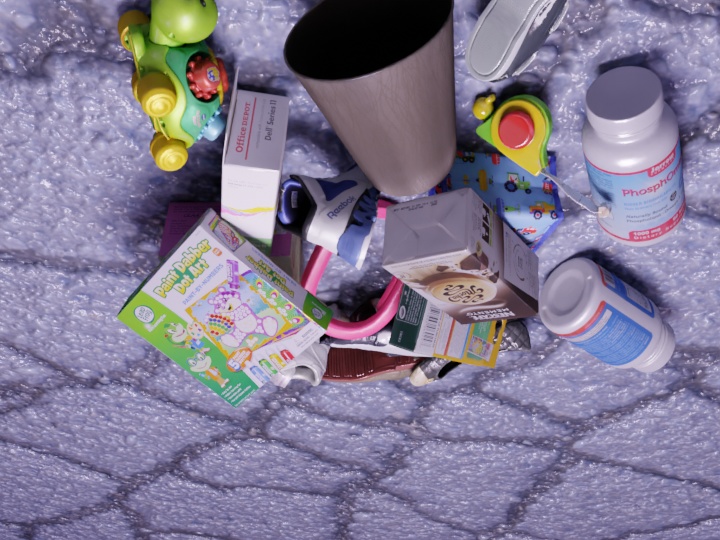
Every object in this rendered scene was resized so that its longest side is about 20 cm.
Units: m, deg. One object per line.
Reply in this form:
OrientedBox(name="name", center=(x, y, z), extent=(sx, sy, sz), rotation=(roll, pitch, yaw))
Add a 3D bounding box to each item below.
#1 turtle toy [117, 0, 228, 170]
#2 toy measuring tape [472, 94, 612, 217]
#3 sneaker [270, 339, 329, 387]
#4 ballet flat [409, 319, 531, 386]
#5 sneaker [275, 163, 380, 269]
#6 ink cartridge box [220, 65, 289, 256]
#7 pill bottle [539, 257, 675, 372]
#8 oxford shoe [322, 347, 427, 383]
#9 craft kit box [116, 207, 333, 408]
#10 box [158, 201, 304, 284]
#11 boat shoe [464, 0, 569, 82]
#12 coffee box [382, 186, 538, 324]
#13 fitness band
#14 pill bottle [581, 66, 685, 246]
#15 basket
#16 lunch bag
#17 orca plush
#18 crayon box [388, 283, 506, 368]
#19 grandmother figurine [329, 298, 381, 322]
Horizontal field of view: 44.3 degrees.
OrientedBox(name="turtle toy", center=(-0.192, -0.214, 0.928), extent=(0.099, 0.147, 0.202), rotation=(-16, 144, -14))
OrientedBox(name="toy measuring tape", center=(0.214, -0.143, 1.002), extent=(0.198, 0.074, 0.074), rotation=(36, 141, 10))
OrientedBox(name="sneaker", center=(-0.140, 0.120, 1.355), extent=(0.196, 0.101, 0.075), rotation=(15, 142, -14))
OrientedBox(name="ballet flat", center=(0.165, 0.132, 1.349), extent=(0.197, 0.058, 0.066), rotation=(-26, 163, 8))
OrientedBox(name="sneaker", center=(-0.037, -0.085, 1.033), extent=(0.113, 0.200, 0.082), rotation=(20, 117, -7))
OrientedBox(name="ink cartridge box", center=(-0.123, -0.124, 1.030), extent=(0.066, 0.119, 0.202), rotation=(7, 145, -5))
OrientedBox(name="pill bottle", center=(0.357, 0.072, 1.262), extent=(0.198, 0.114, 0.112), rotation=(29, 134, -28))
OrientedBox(name="oxford shoe", center=(0.023, 0.156, 1.417), extent=(0.195, 0.072, 0.075), rotation=(-7, 146, 13))
OrientedBox(name="craft kit box", center=(-0.167, 0.053, 1.078), extent=(0.197, 0.049, 0.199), rotation=(41, 124, -13))
OrientedBox(name="box", center=(-0.167, 0.007, 1.219), extent=(0.171, 0.098, 0.202), rotation=(-1, 140, 3))
OrientedBox(name="boat shoe", center=(0.176, -0.279, 0.880), extent=(0.060, 0.076, 0.201), rotation=(-14, 150, -49))
OrientedBox(name="coffee box", center=(0.124, -0.010, 1.047), extent=(0.111, 0.082, 0.199), rotation=(-10, 152, 32))
OrientedBox(name="fitness band", center=(0.000, 0.000, 1.191), extent=(0.141, 0.038, 0.203), rotation=(19, 112, -20))
OrientedBox(name="pill bottle", center=(0.313, -0.129, 1.017), extent=(0.106, 0.111, 0.201), rotation=(-11, 140, 16))
OrientedBox(name="basket", center=(0.031, -0.185, 0.946), extent=(0.177, 0.138, 0.201), rotation=(-20, 143, 4))
OrientedBox(name="lunch bag", center=(0.159, -0.057, 1.143), extent=(0.147, 0.096, 0.201), rotation=(3, 152, -5))
OrientedBox(name="orca plush", center=(0.039, 0.081, 1.283), extent=(0.195, 0.073, 0.105), rotation=(1, 164, 9))
OrientedBox(name="crayon box", center=(0.129, 0.057, 1.211), extent=(0.051, 0.129, 0.198), rotation=(14, 178, 42))
OrientedBox(name="grandmother figurine", center=(0.028, 0.081, 1.334), extent=(0.195, 0.061, 0.123), rotation=(0, 133, -2))
